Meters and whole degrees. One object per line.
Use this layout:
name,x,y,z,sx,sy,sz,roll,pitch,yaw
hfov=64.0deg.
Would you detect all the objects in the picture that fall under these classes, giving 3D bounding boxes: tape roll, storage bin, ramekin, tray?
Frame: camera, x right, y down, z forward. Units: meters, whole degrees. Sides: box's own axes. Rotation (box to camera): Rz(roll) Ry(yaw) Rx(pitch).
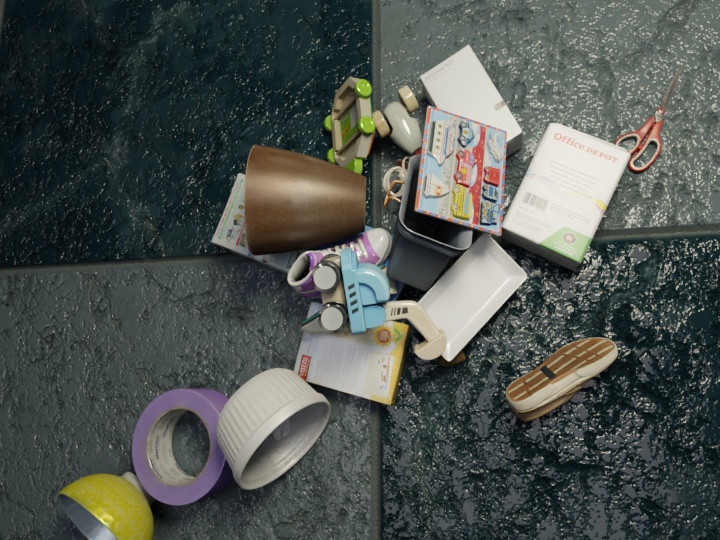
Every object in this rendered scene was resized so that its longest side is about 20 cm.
tape roll,-0.322,0.327,1.087,0.194,0.085,0.206,-3,80,15
storage bin,0.100,-0.076,0.979,0.142,0.136,0.203,19,45,-6
ramekin,-0.156,0.265,1.001,0.105,0.200,0.201,42,92,27
tray,0.179,0.044,0.979,0.107,0.022,0.200,44,88,4

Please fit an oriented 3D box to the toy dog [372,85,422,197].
toy dog,0.094,-0.238,1.091,0.128,0.096,0.206,-12,92,9

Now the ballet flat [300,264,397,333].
ballet flat,-0.017,0.070,1.024,0.198,0.069,0.070,-35,73,10

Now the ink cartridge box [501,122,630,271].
ink cartridge box,0.348,-0.126,0.992,0.142,0.084,0.204,26,88,17

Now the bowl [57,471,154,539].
bowl,-0.451,0.445,1.075,0.197,0.203,0.108,27,45,18

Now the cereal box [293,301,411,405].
cereal box,-0.017,0.151,1.061,0.195,0.040,0.148,12,81,17

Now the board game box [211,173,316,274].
board game box,-0.175,-0.086,1.134,0.196,0.064,0.151,21,85,16

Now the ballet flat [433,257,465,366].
ballet flat,0.169,0.067,1.021,0.070,0.068,0.206,5,81,-5

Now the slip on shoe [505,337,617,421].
slip on shoe,0.337,0.183,0.955,0.197,0.076,0.061,-32,114,-1

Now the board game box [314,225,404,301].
board game box,0.000,0.000,1.086,0.196,0.039,0.162,21,86,25

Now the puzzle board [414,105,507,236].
puzzle board,0.168,-0.166,0.937,0.147,0.017,0.205,15,65,-11

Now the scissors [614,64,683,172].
scissors,0.526,-0.264,1.009,0.073,0.014,0.201,40,91,20

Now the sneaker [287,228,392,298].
sneaker,-0.039,-0.017,1.021,0.198,0.114,0.074,-34,66,10

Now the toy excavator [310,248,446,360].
toy excavator,0.032,0.057,0.934,0.194,0.100,0.200,-9,98,6

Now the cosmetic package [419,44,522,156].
cosmetic package,0.203,-0.292,1.062,0.111,0.081,0.203,-31,75,9

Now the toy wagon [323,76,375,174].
toy wagon,-0.018,-0.253,1.088,0.039,0.154,0.206,0,78,-27

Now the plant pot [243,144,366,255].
plant pot,-0.087,-0.117,1.007,0.194,0.187,0.193,3,80,1
